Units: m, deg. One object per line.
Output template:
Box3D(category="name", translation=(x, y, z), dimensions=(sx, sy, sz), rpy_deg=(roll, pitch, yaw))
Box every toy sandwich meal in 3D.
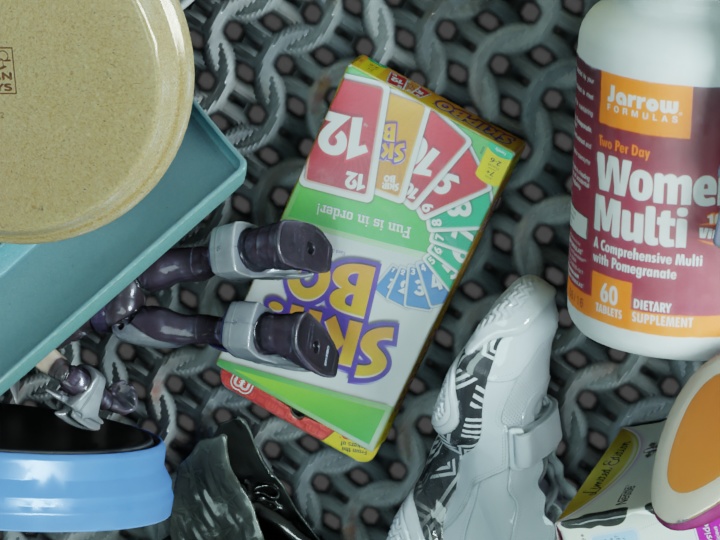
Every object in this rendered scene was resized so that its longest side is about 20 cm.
Box3D(category="toy sandwich meal", translation=(-0.172, -0.111, 1.408), dimensions=(0.205, 0.070, 0.206), rpy_deg=(4, 112, 9))

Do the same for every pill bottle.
Box3D(category="pill bottle", translation=(0.153, -0.068, 1.352), dimensions=(0.109, 0.110, 0.200), rpy_deg=(7, 110, 17))

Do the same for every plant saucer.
Box3D(category="plant saucer", translation=(-0.143, -0.003, 1.444), dimensions=(0.200, 0.019, 0.070), rpy_deg=(-41, 52, 1))

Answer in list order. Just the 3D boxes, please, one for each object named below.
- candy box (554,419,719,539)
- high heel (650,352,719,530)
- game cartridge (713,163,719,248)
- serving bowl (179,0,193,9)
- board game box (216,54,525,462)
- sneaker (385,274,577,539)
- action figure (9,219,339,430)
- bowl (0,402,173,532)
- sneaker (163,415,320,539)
Box3D(category="candy box", translation=(0.206, 0.103, 1.377), dimensions=(0.200, 0.136, 0.061), rpy_deg=(-14, 102, 22))
Box3D(category="high heel", translation=(0.210, 0.054, 1.339), dimensions=(0.067, 0.200, 0.096), rpy_deg=(26, 162, 37))
Box3D(category="game cartridge", translation=(0.227, -0.089, 1.249), dimensions=(0.129, 0.038, 0.200), rpy_deg=(16, 106, 20))
Box3D(category="serving bowl", translation=(-0.135, -0.215, 1.428), dimensions=(0.200, 0.066, 0.200), rpy_deg=(6, 111, 17))
Box3D(category="board game box", translation=(0.000, 0.000, 1.477), dimensions=(0.095, 0.030, 0.200), rpy_deg=(29, 117, 9))
Box3D(category="sneaker", translation=(0.089, 0.102, 1.455), dimensions=(0.115, 0.075, 0.200), rpy_deg=(25, 119, 9))
Box3D(category="action figure", translation=(-0.113, 0.016, 1.474), dimensions=(0.200, 0.069, 0.130), rpy_deg=(1, 84, 24))
Box3D(category="bowl", translation=(-0.193, 0.096, 1.484), dimensions=(0.200, 0.201, 0.039), rpy_deg=(7, 94, 17))
Box3D(category="sneaker", translation=(-0.047, 0.183, 1.535), dimensions=(0.104, 0.060, 0.200), rpy_deg=(-33, 91, 30))
